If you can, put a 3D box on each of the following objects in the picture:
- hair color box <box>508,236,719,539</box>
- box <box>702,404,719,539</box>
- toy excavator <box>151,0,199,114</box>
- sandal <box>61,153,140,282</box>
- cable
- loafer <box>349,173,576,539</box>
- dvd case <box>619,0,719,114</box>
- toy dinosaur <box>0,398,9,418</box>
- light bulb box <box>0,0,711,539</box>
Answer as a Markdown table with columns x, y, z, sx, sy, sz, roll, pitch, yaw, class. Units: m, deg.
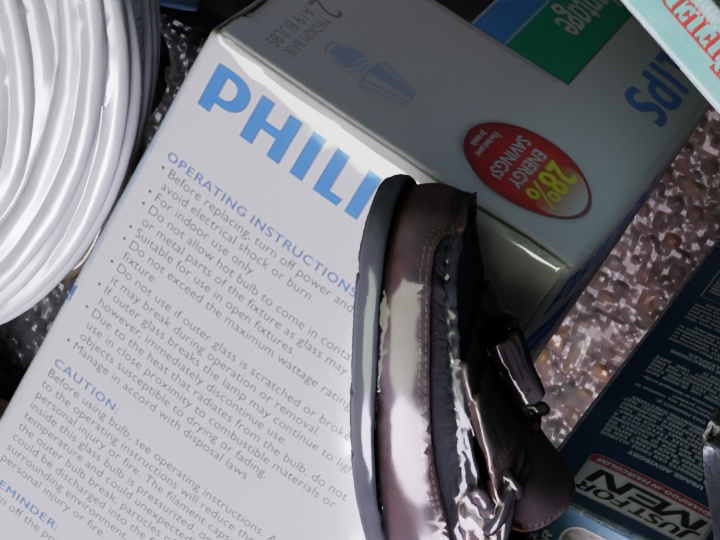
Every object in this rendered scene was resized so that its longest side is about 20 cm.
| x | y | z | sx | sy | sz | roll | pitch | yaw | class |
| --- | --- | --- | --- | --- | --- | --- | --- | --- | --- |
| 0.096 | 0.073 | 0.911 | 0.060 | 0.200 | 0.100 | 26 | 122 | 13 | hair color box |
| 0.210 | 0.023 | 0.778 | 0.164 | 0.200 | 0.086 | 25 | 155 | 25 | box |
| -0.083 | -0.142 | 0.940 | 0.194 | 0.100 | 0.200 | 11 | 94 | 16 | toy excavator |
| -0.115 | -0.085 | 1.027 | 0.082 | 0.055 | 0.200 | 22 | 120 | 15 | sandal |
| -0.152 | -0.073 | 0.863 | 0.200 | 0.069 | 0.200 | -10 | 105 | 24 | cable |
| 0.035 | 0.067 | 0.787 | 0.063 | 0.072 | 0.200 | 4 | 116 | 14 | loafer |
| 0.062 | -0.117 | 0.826 | 0.022 | 0.200 | 0.146 | -39 | 114 | 13 | dvd case |
| -0.143 | 0.067 | 1.100 | 0.101 | 0.058 | 0.200 | 13 | 124 | 12 | toy dinosaur |
| 0.000 | 0.000 | 0.926 | 0.125 | 0.198 | 0.200 | 35 | 122 | 5 | light bulb box |
